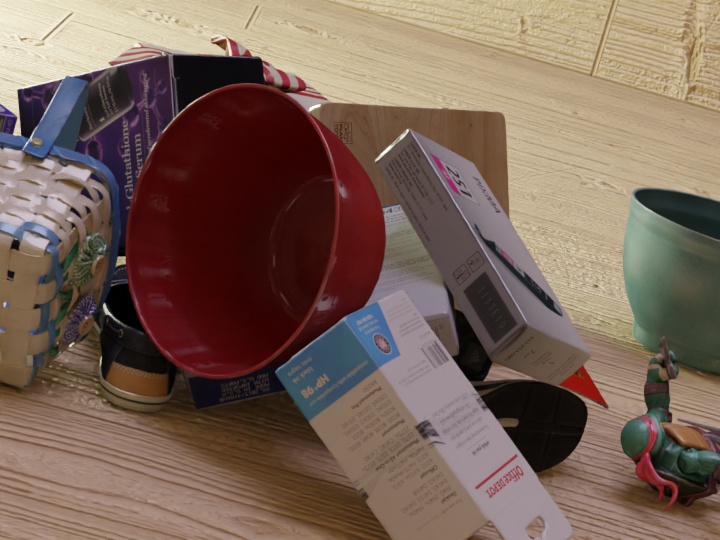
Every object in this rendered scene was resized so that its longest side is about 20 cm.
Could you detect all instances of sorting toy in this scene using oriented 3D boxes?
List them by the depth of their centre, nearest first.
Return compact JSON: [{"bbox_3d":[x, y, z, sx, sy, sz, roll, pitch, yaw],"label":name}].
[{"bbox_3d":[0.030,-0.034,1.908,0.198,0.201,0.070,0,-4,-37],"label":"sorting toy"}]

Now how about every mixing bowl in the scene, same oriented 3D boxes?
[{"bbox_3d":[-0.057,-0.021,1.558,0.200,0.201,0.108,28,11,39],"label":"mixing bowl"}]

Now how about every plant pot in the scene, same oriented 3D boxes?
[{"bbox_3d":[0.332,0.018,2.136,0.200,0.135,0.200,16,15,-4],"label":"plant pot"}]

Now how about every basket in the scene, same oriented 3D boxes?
[{"bbox_3d":[-0.239,-0.022,1.590,0.139,0.177,0.200,14,35,-2],"label":"basket"}]

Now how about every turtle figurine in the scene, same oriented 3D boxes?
[{"bbox_3d":[0.256,0.128,1.714,0.200,0.101,0.150,24,20,-44],"label":"turtle figurine"}]

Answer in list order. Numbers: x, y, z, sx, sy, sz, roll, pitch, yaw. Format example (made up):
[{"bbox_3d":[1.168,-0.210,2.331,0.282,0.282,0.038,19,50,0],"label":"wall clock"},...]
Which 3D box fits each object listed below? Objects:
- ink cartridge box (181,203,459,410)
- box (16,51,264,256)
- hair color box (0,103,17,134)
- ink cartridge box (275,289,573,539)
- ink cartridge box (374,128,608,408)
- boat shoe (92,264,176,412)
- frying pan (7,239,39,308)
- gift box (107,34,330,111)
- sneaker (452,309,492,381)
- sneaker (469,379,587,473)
[{"bbox_3d":[-0.029,0.023,1.678,0.196,0.043,0.200,-13,24,6],"label":"ink cartridge box"},{"bbox_3d":[-0.174,-0.089,1.820,0.200,0.149,0.104,-8,-3,43],"label":"box"},{"bbox_3d":[-0.370,-0.115,1.915,0.065,0.110,0.200,7,17,-36],"label":"hair color box"},{"bbox_3d":[0.044,0.119,1.471,0.200,0.067,0.116,55,21,5],"label":"ink cartridge box"},{"bbox_3d":[0.112,0.001,1.681,0.173,0.044,0.200,23,31,-51],"label":"ink cartridge box"},{"bbox_3d":[-0.160,0.035,1.650,0.074,0.062,0.200,12,20,-11],"label":"boat shoe"},{"bbox_3d":[-0.219,0.007,1.778,0.190,0.031,0.115,6,20,-43],"label":"frying pan"},{"bbox_3d":[-0.130,-0.103,1.979,0.199,0.187,0.185,9,15,-29],"label":"gift box"},{"bbox_3d":[0.064,0.062,1.776,0.081,0.074,0.200,25,2,2],"label":"sneaker"},{"bbox_3d":[0.067,0.094,1.676,0.200,0.076,0.115,3,21,-34],"label":"sneaker"}]
